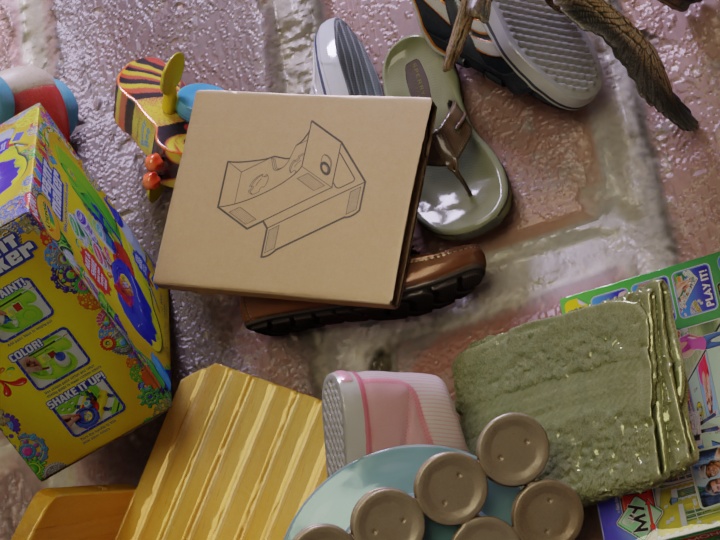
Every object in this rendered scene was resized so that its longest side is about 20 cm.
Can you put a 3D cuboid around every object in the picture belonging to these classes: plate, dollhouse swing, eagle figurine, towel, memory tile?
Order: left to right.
[{"bbox_3d":[-0.122,0.167,1.485,0.199,0.181,0.177,18,95,31],"label":"dollhouse swing"},{"bbox_3d":[0.041,0.220,1.389,0.199,0.026,0.201,0,91,-7],"label":"plate"},{"bbox_3d":[0.062,0.202,1.370,0.199,0.017,0.154,-29,95,-6],"label":"memory tile"},{"bbox_3d":[0.146,0.100,1.429,0.199,0.036,0.149,-22,60,38],"label":"towel"},{"bbox_3d":[0.177,-0.205,1.504,0.199,0.152,0.151,15,27,0],"label":"eagle figurine"}]

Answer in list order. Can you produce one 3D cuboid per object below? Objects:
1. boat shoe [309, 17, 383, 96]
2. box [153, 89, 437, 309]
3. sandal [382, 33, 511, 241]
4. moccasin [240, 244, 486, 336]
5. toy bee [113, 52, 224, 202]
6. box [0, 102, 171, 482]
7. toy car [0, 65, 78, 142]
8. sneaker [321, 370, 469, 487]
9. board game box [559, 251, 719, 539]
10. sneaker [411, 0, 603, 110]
[{"bbox_3d":[-0.023,-0.116,1.611,0.067,0.074,0.201,-29,45,21],"label":"boat shoe"},{"bbox_3d":[-0.050,-0.057,1.541,0.199,0.021,0.164,4,73,23],"label":"box"},{"bbox_3d":[0.055,-0.106,1.587,0.080,0.057,0.202,-28,58,11],"label":"sandal"},{"bbox_3d":[0.001,0.000,1.558,0.201,0.074,0.078,-10,74,31],"label":"moccasin"},{"bbox_3d":[-0.146,-0.110,1.641,0.199,0.108,0.132,14,117,44],"label":"toy bee"},{"bbox_3d":[-0.244,0.013,1.545,0.122,0.193,0.200,-29,27,9],"label":"box"},{"bbox_3d":[-0.299,-0.050,1.688,0.176,0.184,0.201,-27,87,11],"label":"toy car"},{"bbox_3d":[0.030,0.166,1.444,0.075,0.104,0.201,-161,68,-66],"label":"sneaker"},{"bbox_3d":[0.222,0.095,1.433,0.134,0.029,0.201,-17,61,16],"label":"board game box"},{"bbox_3d":[0.108,-0.190,1.596,0.078,0.080,0.200,-26,69,-36],"label":"sneaker"}]
